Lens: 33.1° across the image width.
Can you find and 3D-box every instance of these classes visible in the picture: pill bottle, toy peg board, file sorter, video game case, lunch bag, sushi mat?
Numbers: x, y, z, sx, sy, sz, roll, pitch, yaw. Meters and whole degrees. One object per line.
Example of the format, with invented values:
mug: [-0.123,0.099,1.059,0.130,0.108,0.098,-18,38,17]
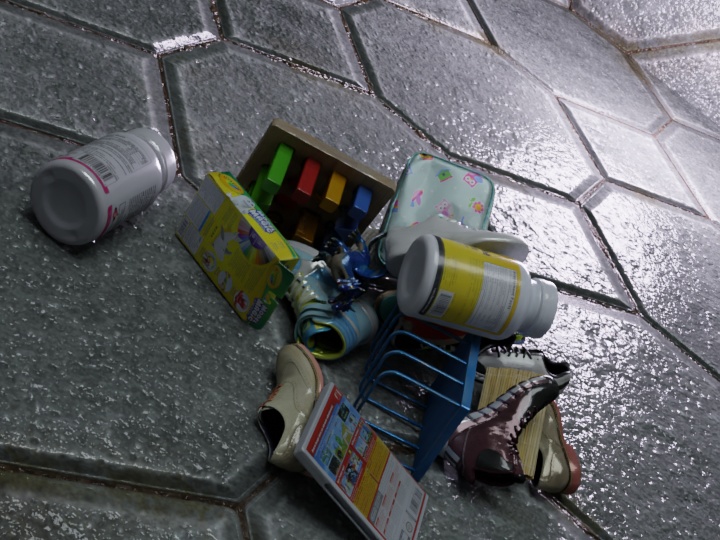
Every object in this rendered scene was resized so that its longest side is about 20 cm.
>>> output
pill bottle: [-0.334,-0.118,1.607,0.113,0.114,0.200,38,31,6]
pill bottle: [0.157,0.029,1.613,0.199,0.112,0.112,16,35,-18]
toy peg board: [-0.086,-0.080,1.732,0.198,0.200,0.098,28,47,-12]
file sorter: [0.071,0.147,1.614,0.122,0.139,0.200,27,31,-5]
video game case: [0.005,0.247,1.459,0.200,0.017,0.143,51,28,-14]
lunch bag: [0.115,-0.063,1.827,0.160,0.077,0.201,20,76,-3]
sushi mat: [0.209,0.211,1.707,0.095,0.012,0.200,8,41,11]

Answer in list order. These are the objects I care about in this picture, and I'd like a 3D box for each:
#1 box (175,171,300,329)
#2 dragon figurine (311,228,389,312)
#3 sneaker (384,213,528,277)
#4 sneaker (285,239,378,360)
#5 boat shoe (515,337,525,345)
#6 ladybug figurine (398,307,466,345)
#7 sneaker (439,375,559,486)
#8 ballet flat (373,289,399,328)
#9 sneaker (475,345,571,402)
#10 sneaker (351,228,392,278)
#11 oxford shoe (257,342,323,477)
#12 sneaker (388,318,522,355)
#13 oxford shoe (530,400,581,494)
box: [-0.161,-0.026,1.645,0.048,0.118,0.200,-9,52,-48]
dragon figurine: [0.000,0.000,1.685,0.100,0.059,0.200,52,30,12]
sneaker: [0.132,-0.044,1.682,0.199,0.075,0.089,-2,47,-2]
sneaker: [-0.074,0.042,1.673,0.200,0.080,0.131,38,30,8]
boat shoe: [0.214,0.032,1.969,0.072,0.073,0.200,-1,46,-44]
ladybug figurine: [0.141,0.025,1.726,0.200,0.072,0.136,-39,81,-19]
sneaker: [0.208,0.229,1.632,0.199,0.076,0.116,-27,54,-17]
ballet flat: [0.090,0.065,1.831,0.199,0.071,0.065,15,8,-34]
sneaker: [0.230,0.136,1.837,0.199,0.080,0.074,23,35,-15]
sneaker: [0.062,-0.017,1.904,0.199,0.105,0.076,4,79,-3]
oxford shoe: [-0.089,0.162,1.502,0.073,0.071,0.201,15,36,-24]
sneaker: [0.142,0.089,1.765,0.199,0.072,0.083,-9,41,-15]
oxford shoe: [0.246,0.230,1.734,0.074,0.071,0.200,6,39,-28]
